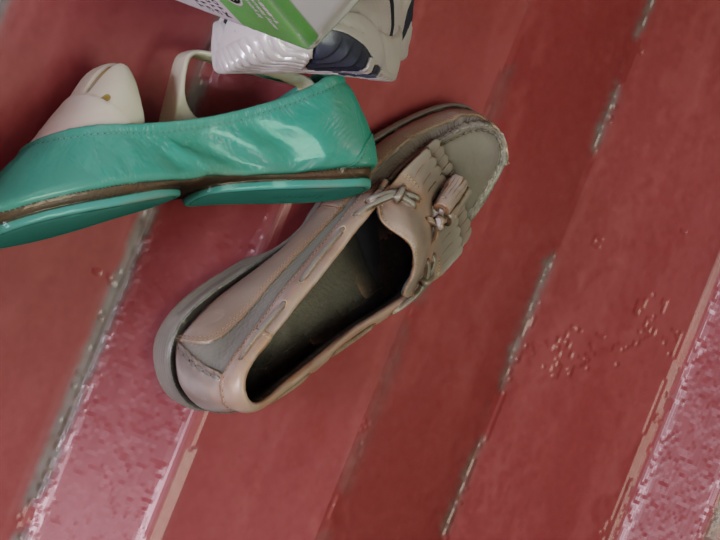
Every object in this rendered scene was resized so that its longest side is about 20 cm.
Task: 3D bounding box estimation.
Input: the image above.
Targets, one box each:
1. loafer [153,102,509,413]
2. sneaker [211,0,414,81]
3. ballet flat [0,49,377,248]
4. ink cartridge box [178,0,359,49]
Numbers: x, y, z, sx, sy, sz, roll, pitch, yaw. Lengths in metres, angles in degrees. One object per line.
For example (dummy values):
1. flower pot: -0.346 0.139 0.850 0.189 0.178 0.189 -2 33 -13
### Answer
1. loafer: 0.000 0.000 1.206 0.200 0.063 0.072 -39 122 -22
2. sneaker: -0.013 -0.146 1.098 0.199 0.079 0.131 -32 124 -75
3. ballet flat: -0.083 -0.055 1.141 0.199 0.067 0.071 -9 83 -34
4. ink cartridge box: -0.084 -0.175 1.015 0.084 0.200 0.145 -49 125 -11
